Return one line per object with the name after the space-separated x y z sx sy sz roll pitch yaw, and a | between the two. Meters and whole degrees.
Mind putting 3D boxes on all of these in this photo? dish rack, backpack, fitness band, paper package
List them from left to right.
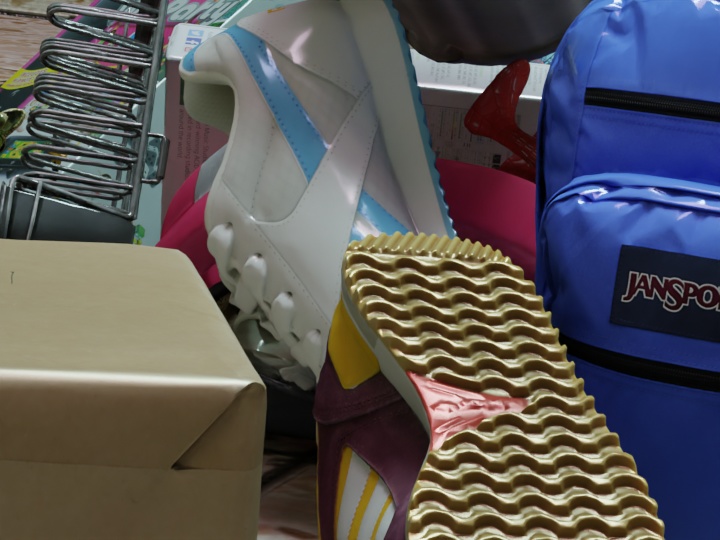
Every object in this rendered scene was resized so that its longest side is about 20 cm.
-0.125 0.054 0.658 0.190 0.104 0.200 3 10 -10 | paper package
-0.098 -0.057 0.979 0.054 0.201 0.153 11 -25 -8 | dish rack
0.000 0.000 1.024 0.143 0.038 0.200 21 -24 -17 | fitness band
0.129 0.004 0.818 0.162 0.201 0.168 9 9 19 | backpack

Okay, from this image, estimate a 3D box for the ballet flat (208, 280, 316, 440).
0.025 0.035 0.970 0.199 0.073 0.073 8 9 24 | ballet flat

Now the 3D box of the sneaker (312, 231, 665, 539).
0.031 0.077 0.735 0.075 0.090 0.200 3 35 -12 | sneaker

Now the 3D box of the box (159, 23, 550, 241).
0.017 -0.022 1.111 0.199 0.145 0.036 8 33 2 | box

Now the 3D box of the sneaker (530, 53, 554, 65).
0.052 -0.061 1.162 0.095 0.200 0.079 32 9 -6 | sneaker

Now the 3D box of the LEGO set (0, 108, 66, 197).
-0.172 -0.052 1.105 0.153 0.201 0.116 -14 -7 38 | LEGO set

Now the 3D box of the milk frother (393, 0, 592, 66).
0.087 -0.143 0.935 0.200 0.181 0.188 41 1 12 | milk frother

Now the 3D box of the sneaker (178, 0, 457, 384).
-0.005 0.004 0.886 0.080 0.201 0.077 -14 -26 -2 | sneaker

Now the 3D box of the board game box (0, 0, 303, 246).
-0.101 -0.077 1.248 0.200 0.064 0.147 -45 27 -25 | board game box

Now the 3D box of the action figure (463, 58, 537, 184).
0.139 -0.028 0.967 0.200 0.099 0.065 41 -7 38 | action figure
